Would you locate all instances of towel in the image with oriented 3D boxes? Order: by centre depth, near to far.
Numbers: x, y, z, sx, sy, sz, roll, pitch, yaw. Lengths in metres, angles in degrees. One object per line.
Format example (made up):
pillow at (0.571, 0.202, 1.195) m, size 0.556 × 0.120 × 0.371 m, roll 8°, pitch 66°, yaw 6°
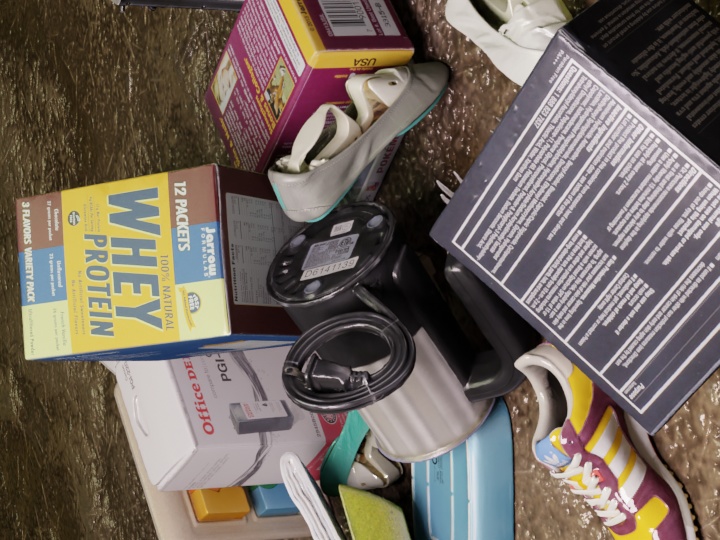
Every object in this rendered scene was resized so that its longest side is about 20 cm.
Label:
towel at (-0.027, 0.247, 1.466) m, size 0.148 × 0.024 × 0.200 m, roll 62°, pitch 177°, yaw 17°

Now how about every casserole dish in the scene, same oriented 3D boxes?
casserole dish at (0.083, 0.184, 1.369) m, size 0.121 × 0.039 × 0.202 m, roll 13°, pitch 106°, yaw 58°

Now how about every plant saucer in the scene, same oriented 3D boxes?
plant saucer at (0.038, 0.291, 1.394) m, size 0.200 × 0.048 × 0.201 m, roll 76°, pitch 177°, yaw -72°

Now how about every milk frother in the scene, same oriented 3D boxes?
milk frother at (0.019, 0.080, 1.246) m, size 0.180 × 0.200 × 0.189 m, roll 1°, pitch 135°, yaw 45°

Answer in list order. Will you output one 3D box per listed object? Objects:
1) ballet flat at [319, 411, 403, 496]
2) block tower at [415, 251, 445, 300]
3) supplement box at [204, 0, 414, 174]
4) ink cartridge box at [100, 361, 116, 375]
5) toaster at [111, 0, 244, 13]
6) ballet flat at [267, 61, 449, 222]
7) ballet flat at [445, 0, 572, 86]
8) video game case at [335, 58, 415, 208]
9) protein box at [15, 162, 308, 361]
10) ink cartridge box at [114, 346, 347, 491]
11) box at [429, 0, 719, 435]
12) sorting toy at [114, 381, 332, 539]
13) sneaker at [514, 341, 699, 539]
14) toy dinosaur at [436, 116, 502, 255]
ballet flat at (0.013, 0.158, 1.463) m, size 0.070 × 0.067 × 0.201 m, roll 45°, pitch 136°, yaw 28°
block tower at (0.000, 0.000, 1.443) m, size 0.200 × 0.054 × 0.058 m, roll 25°, pitch 148°, yaw 58°
supplement box at (-0.050, -0.173, 1.420) m, size 0.200 × 0.103 × 0.132 m, roll -58°, pitch 47°, yaw 47°
ink cartridge box at (-0.187, 0.006, 1.641) m, size 0.144 × 0.199 × 0.148 m, roll 31°, pitch 122°, yaw 54°
toaster at (-0.168, -0.322, 1.575) m, size 0.181 × 0.199 × 0.120 m, roll -138°, pitch 52°, yaw -59°
ballet flat at (0.000, -0.123, 1.304) m, size 0.067 × 0.200 × 0.064 m, roll 11°, pitch 141°, yaw 50°
ballet flat at (0.120, -0.186, 1.195) m, size 0.200 × 0.069 × 0.070 m, roll 48°, pitch 135°, yaw 50°
video game case at (-0.016, -0.175, 1.487) m, size 0.201 × 0.023 × 0.183 m, roll 62°, pitch 144°, yaw 32°
protein box at (-0.148, 0.001, 1.343) m, size 0.197 × 0.200 × 0.136 m, roll -8°, pitch 83°, yaw 25°
ink cartridge box at (-0.120, 0.127, 1.539) m, size 0.085 × 0.199 × 0.146 m, roll -48°, pitch 54°, yaw 39°
box at (0.182, -0.041, 1.000) m, size 0.198 × 0.123 × 0.200 m, roll 43°, pitch 138°, yaw 10°
sorting toy at (-0.130, 0.180, 1.579) m, size 0.036 × 0.199 × 0.186 m, roll -45°, pitch 57°, yaw 40°
sneaker at (0.171, 0.145, 1.153) m, size 0.075 × 0.090 × 0.201 m, roll -50°, pitch 53°, yaw 52°
toy dinosaur at (0.127, -0.041, 1.205) m, size 0.200 × 0.105 × 0.182 m, roll 47°, pitch 153°, yaw 32°
